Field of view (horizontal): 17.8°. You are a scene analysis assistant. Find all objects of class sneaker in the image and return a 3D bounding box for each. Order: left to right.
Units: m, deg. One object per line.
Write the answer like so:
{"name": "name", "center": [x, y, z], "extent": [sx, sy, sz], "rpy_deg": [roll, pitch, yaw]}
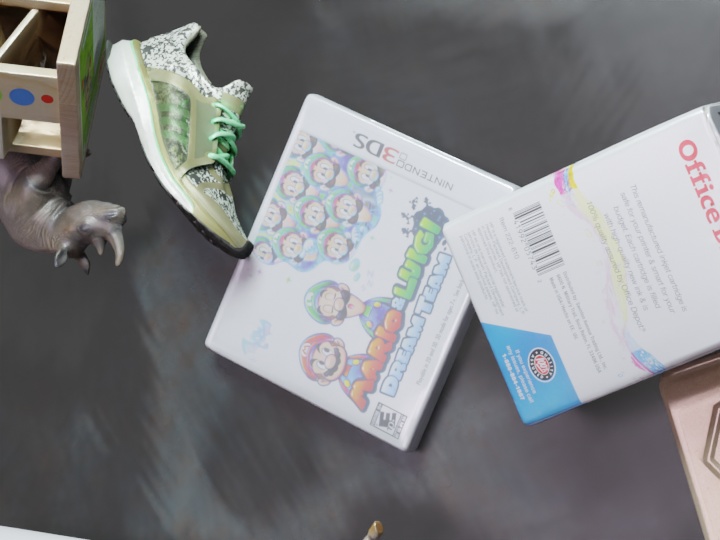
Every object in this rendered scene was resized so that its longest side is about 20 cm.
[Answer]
{"name": "sneaker", "center": [-0.113, -0.102, 1.660], "extent": [0.088, 0.077, 0.201], "rpy_deg": [-30, 69, 5]}

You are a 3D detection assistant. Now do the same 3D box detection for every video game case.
{"name": "video game case", "center": [0.000, 0.000, 1.622], "extent": [0.181, 0.024, 0.201], "rpy_deg": [26, 97, 26]}

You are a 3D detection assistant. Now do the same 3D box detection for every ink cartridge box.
{"name": "ink cartridge box", "center": [0.176, -0.006, 1.486], "extent": [0.199, 0.085, 0.145], "rpy_deg": [-24, 87, 27]}

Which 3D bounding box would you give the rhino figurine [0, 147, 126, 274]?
{"name": "rhino figurine", "center": [-0.241, -0.064, 1.723], "extent": [0.200, 0.060, 0.088], "rpy_deg": [42, 97, 25]}

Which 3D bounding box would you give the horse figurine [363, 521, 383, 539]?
{"name": "horse figurine", "center": [0.039, 0.264, 1.561], "extent": [0.200, 0.050, 0.133], "rpy_deg": [39, 114, 17]}

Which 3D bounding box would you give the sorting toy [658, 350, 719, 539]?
{"name": "sorting toy", "center": [0.303, 0.133, 1.461], "extent": [0.184, 0.036, 0.201], "rpy_deg": [-21, 81, 23]}

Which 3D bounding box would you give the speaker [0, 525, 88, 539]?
{"name": "speaker", "center": [-0.197, 0.236, 1.664], "extent": [0.199, 0.081, 0.082], "rpy_deg": [5, 87, 26]}

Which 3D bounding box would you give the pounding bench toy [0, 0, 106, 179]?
{"name": "pounding bench toy", "center": [-0.267, -0.189, 1.679], "extent": [0.155, 0.125, 0.201], "rpy_deg": [7, 52, 0]}
